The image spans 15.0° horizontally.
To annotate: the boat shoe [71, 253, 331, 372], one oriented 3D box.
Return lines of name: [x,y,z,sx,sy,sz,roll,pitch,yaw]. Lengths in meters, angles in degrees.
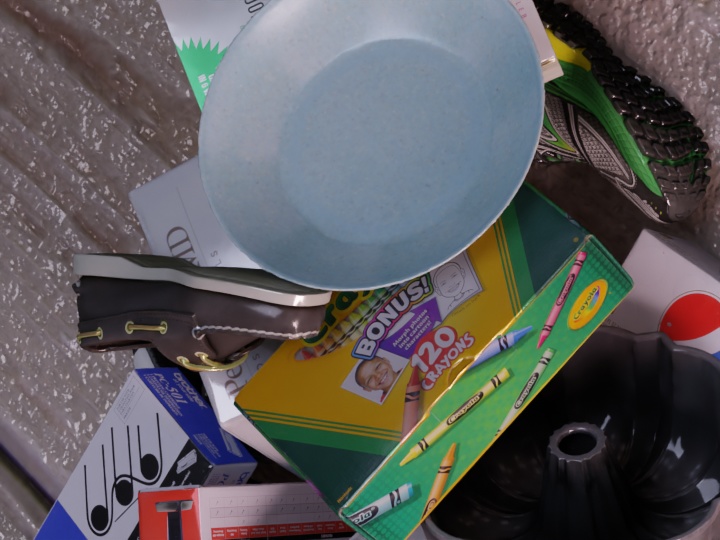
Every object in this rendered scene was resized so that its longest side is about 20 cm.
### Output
boat shoe: [-0.090,0.026,1.531,0.201,0.071,0.061,7,94,48]

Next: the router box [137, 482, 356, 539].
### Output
router box: [-0.052,0.219,1.660,0.049,0.200,0.181,-7,83,33]

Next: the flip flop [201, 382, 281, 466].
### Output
flip flop: [-0.011,0.092,1.749,0.199,0.058,0.082,7,79,21]

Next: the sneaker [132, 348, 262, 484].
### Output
sneaker: [-0.129,0.117,1.799,0.088,0.074,0.201,-41,49,21]

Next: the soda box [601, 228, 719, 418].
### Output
soda box: [0.232,0.056,1.572,0.200,0.064,0.068,37,105,33]

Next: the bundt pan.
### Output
bundt pan: [0.125,0.122,1.517,0.201,0.202,0.076,20,138,36]

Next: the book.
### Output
book: [-0.001,-0.136,1.564,0.199,0.048,0.134,-24,78,5]

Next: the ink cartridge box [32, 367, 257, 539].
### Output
ink cartridge box: [-0.150,0.168,1.743,0.094,0.044,0.200,47,118,31]

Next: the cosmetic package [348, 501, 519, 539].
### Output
cosmetic package: [0.070,0.254,1.559,0.199,0.165,0.166,21,136,36]

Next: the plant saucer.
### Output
plant saucer: [0.010,-0.077,1.497,0.200,0.039,0.202,-7,67,18]

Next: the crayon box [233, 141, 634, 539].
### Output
crayon box: [0.039,0.040,1.486,0.200,0.058,0.119,-48,44,0]

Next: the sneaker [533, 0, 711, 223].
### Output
sneaker: [0.138,-0.089,1.662,0.200,0.078,0.085,49,118,39]

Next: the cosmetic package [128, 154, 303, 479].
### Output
cosmetic package: [0.000,0.000,1.651,0.199,0.166,0.168,-27,69,9]
